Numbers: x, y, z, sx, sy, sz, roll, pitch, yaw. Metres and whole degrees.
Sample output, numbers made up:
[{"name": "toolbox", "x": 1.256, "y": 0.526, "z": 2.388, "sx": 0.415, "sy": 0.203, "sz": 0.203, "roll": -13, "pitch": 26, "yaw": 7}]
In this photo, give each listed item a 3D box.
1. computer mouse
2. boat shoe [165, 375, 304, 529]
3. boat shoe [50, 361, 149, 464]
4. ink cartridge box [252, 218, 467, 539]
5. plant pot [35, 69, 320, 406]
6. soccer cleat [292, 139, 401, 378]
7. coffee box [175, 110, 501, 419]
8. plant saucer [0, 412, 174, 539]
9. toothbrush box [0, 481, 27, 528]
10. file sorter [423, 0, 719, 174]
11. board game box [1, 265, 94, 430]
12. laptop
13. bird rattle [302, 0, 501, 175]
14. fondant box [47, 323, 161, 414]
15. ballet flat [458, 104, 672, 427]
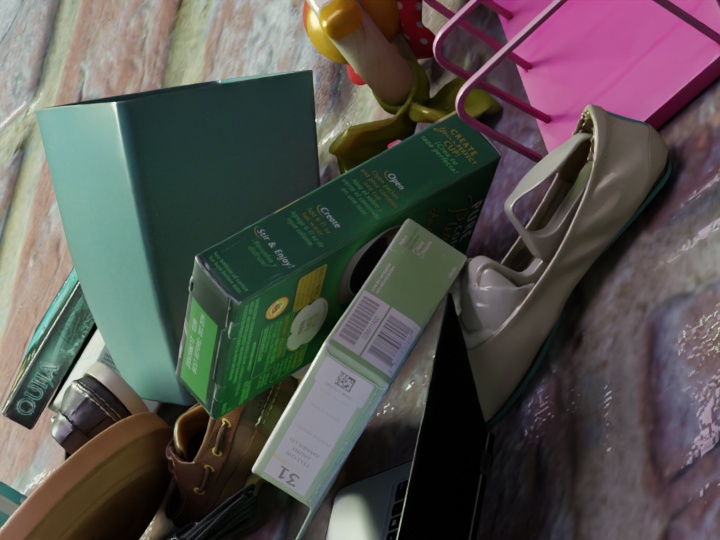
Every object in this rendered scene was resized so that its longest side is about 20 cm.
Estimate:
[{"name": "computer mouse", "x": -0.140, "y": 0.205, "z": 1.452, "sx": 0.140, "sy": 0.046, "sz": 0.200, "roll": -33, "pitch": -2, "yaw": -36}, {"name": "boat shoe", "x": -0.086, "y": 0.108, "z": 1.477, "sx": 0.200, "sy": 0.067, "sz": 0.072, "roll": -48, "pitch": 20, "yaw": 56}, {"name": "boat shoe", "x": -0.184, "y": 0.121, "z": 1.582, "sx": 0.063, "sy": 0.073, "sz": 0.200, "roll": -46, "pitch": -9, "yaw": -21}, {"name": "ink cartridge box", "x": -0.018, "y": 0.085, "z": 1.333, "sx": 0.200, "sy": 0.048, "sz": 0.146, "roll": -59, "pitch": -1, "yaw": 35}, {"name": "plant pot", "x": -0.109, "y": -0.020, "z": 1.552, "sx": 0.141, "sy": 0.141, "sz": 0.201, "roll": 4, "pitch": 103, "yaw": 60}, {"name": "soccer cleat", "x": 0.000, "y": 0.000, "z": 1.494, "sx": 0.200, "sy": 0.076, "sz": 0.067, "roll": -50, "pitch": 13, "yaw": -4}, {"name": "coffee box", "x": -0.014, "y": -0.004, "z": 1.376, "sx": 0.199, "sy": 0.044, "sz": 0.123, "roll": -31, "pitch": -25, "yaw": -28}, {"name": "plant saucer", "x": -0.185, "y": 0.176, "z": 1.506, "sx": 0.200, "sy": 0.032, "sz": 0.200, "roll": -47, "pitch": -13, "yaw": -14}, {"name": "toothbrush box", "x": -0.308, "y": 0.191, "z": 1.648, "sx": 0.085, "sy": 0.200, "sz": 0.147, "roll": -48, "pitch": 26, "yaw": 16}, {"name": "file sorter", "x": 0.109, "y": -0.177, "z": 1.391, "sx": 0.139, "sy": 0.125, "sz": 0.201, "roll": -41, "pitch": 44, "yaw": 27}, {"name": "board game box", "x": -0.194, "y": 0.005, "z": 1.724, "sx": 0.201, "sy": 0.028, "sz": 0.135, "roll": -57, "pitch": 10, "yaw": 24}, {"name": "laptop", "x": 0.001, "y": 0.145, "z": 1.265, "sx": 0.199, "sy": 0.116, "sz": 0.188, "roll": -25, "pitch": 39, "yaw": 41}, {"name": "bird rattle", "x": 0.011, "y": -0.160, "z": 1.569, "sx": 0.112, "sy": 0.163, "sz": 0.201, "roll": -27, "pitch": 44, "yaw": 15}, {"name": "fondant box", "x": -0.144, "y": 0.016, "z": 1.690, "sx": 0.201, "sy": 0.058, "sz": 0.144, "roll": -63, "pitch": 11, "yaw": -17}, {"name": "ballet flat", "x": 0.096, "y": -0.006, "z": 1.336, "sx": 0.201, "sy": 0.069, "sz": 0.069, "roll": -56, "pitch": 26, "yaw": 1}]
